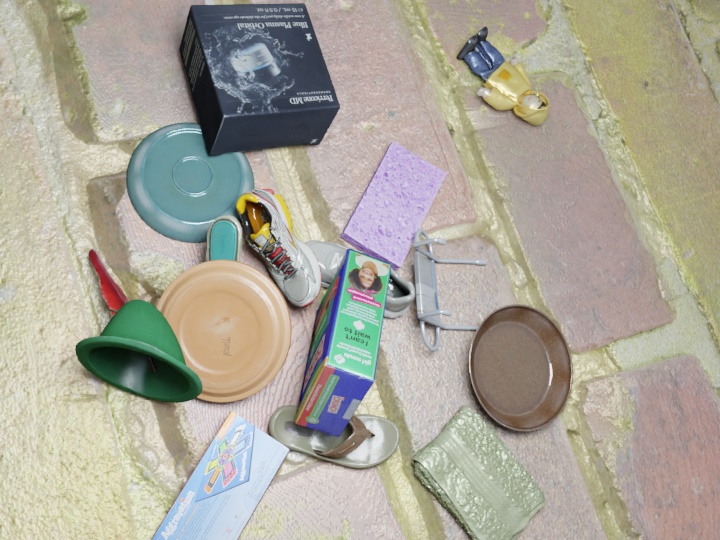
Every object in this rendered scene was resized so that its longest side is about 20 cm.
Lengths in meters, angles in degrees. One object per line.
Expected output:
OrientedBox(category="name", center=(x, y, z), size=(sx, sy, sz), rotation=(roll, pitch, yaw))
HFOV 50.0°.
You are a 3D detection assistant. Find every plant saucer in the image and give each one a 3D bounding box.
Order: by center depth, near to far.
OrientedBox(category="plant saucer", center=(-0.197, 0.087, 1.094), size=(0.197, 0.032, 0.204), rotation=(0, 93, -1))
OrientedBox(category="plant saucer", center=(-0.260, -0.143, 1.196), size=(0.197, 0.027, 0.203), rotation=(5, 71, -16))
OrientedBox(category="plant saucer", center=(0.254, 0.158, 1.253), size=(0.197, 0.037, 0.204), rotation=(5, 76, -21))

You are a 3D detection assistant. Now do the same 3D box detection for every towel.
OrientedBox(category="towel", center=(0.185, 0.322, 1.186), size=(0.148, 0.036, 0.201), rotation=(-40, 88, -26))

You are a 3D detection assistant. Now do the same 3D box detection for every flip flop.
OrientedBox(category="flip flop", center=(-0.035, 0.238, 1.128), size=(0.197, 0.058, 0.082), rotation=(15, 68, -13))

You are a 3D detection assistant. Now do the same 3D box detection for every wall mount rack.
OrientedBox(category="wall mount rack", center=(0.147, 0.030, 1.249), size=(0.173, 0.074, 0.203), rotation=(22, 60, -55))

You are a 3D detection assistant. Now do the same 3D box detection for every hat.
OrientedBox(category="hat", center=(-0.287, 0.059, 1.060), size=(0.199, 0.165, 0.178), rotation=(31, 52, -24))

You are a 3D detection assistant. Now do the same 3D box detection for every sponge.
OrientedBox(category="sponge", center=(0.057, -0.110, 1.288), size=(0.111, 0.030, 0.202), rotation=(31, 66, -7))

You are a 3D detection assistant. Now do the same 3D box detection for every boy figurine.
OrientedBox(category="boy figurine", center=(0.264, -0.343, 1.414), size=(0.124, 0.064, 0.201), rotation=(-38, 84, -27))

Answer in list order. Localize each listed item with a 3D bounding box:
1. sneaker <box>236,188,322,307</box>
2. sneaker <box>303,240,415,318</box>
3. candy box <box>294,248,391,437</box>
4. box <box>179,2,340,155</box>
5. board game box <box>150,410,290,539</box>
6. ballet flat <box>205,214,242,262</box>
OrientedBox(category="sneaker", center=(-0.129, -0.031, 1.162), size=(0.202, 0.078, 0.082), rotation=(59, 22, 12))
OrientedBox(category="sneaker", center=(0.000, 0.000, 1.199), size=(0.198, 0.092, 0.077), rotation=(25, 67, -8))
OrientedBox(category="candy box", center=(-0.025, 0.103, 1.088), size=(0.076, 0.170, 0.202), rotation=(16, 49, -10))
OrientedBox(category="box", center=(-0.161, -0.303, 1.216), size=(0.194, 0.117, 0.203), rotation=(-11, 73, -26))
OrientedBox(category="board game box", center=(-0.191, 0.309, 1.066), size=(0.102, 0.019, 0.201), rotation=(34, 71, -6))
OrientedBox(category="ballet flat", center=(-0.202, 0.020, 1.138), size=(0.066, 0.062, 0.203), rotation=(11, 92, -1))
